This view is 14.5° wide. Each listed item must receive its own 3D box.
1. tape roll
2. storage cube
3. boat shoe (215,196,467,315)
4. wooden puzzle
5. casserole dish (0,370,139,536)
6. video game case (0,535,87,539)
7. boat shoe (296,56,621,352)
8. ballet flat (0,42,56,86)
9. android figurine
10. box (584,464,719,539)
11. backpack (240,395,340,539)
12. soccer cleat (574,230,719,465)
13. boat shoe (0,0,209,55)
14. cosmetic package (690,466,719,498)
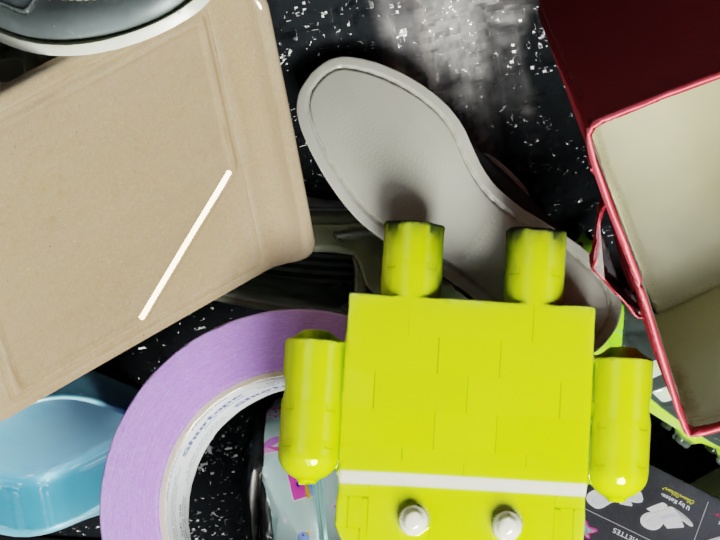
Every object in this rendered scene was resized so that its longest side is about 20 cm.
[{"bbox_3d":[-0.029,0.122,1.441,0.199,0.066,0.201,-1,84,8],"label":"tape roll"},{"bbox_3d":[0.197,-0.056,1.356,0.199,0.180,0.172,-19,114,5],"label":"storage cube"},{"bbox_3d":[0.000,0.000,1.479,0.199,0.062,0.072,4,127,-9],"label":"boat shoe"},{"bbox_3d":[-0.125,-0.035,1.348,0.199,0.037,0.186,-26,136,-15],"label":"wooden puzzle"},{"bbox_3d":[-0.171,0.090,1.502,0.121,0.039,0.200,-29,156,15],"label":"casserole dish"},{"bbox_3d":[-0.250,0.225,1.652,0.199,0.026,0.181,4,127,-10],"label":"video game case"},{"bbox_3d":[0.050,-0.031,1.438,0.200,0.060,0.074,38,88,2],"label":"boat shoe"},{"bbox_3d":[-0.152,-0.097,1.345,0.199,0.072,0.072,-30,128,-10],"label":"ballet flat"},{"bbox_3d":[0.050,0.077,1.381,0.181,0.041,0.201,5,84,2],"label":"android figurine"},{"bbox_3d":[0.138,0.209,1.565,0.132,0.115,0.200,26,143,0],"label":"box"},{"bbox_3d":[0.000,0.157,1.552,0.126,0.167,0.201,-8,112,1],"label":"backpack"},{"bbox_3d":[0.176,0.048,1.535,0.200,0.068,0.081,29,97,-30],"label":"soccer cleat"},{"bbox_3d":[-0.155,-0.147,1.300,0.199,0.073,0.062,11,137,34],"label":"boat shoe"},{"bbox_3d":[0.294,0.127,1.601,0.199,0.071,0.105,-30,123,17],"label":"cosmetic package"}]
